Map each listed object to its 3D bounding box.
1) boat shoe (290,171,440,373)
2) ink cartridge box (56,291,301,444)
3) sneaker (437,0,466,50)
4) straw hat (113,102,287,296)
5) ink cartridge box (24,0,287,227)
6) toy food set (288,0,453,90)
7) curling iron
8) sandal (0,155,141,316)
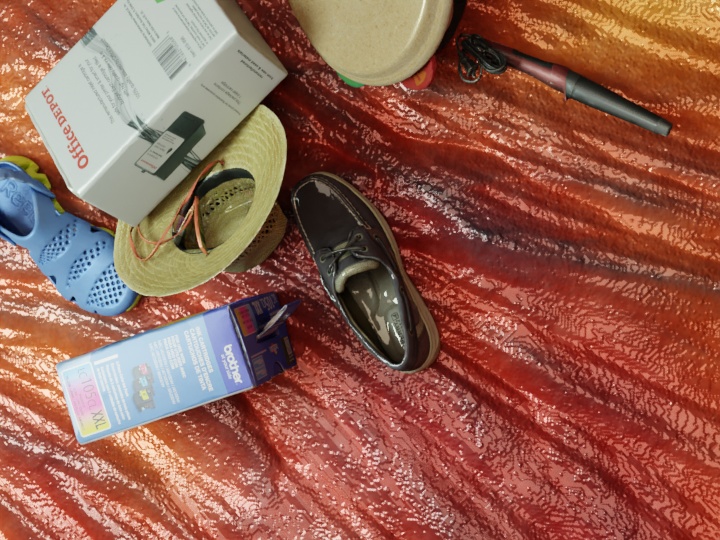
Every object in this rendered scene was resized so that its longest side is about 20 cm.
[{"bbox_3d":[0.000,0.000,1.220,0.072,0.065,0.201,-31,82,13],"label":"boat shoe"},{"bbox_3d":[-0.142,0.077,1.218,0.198,0.136,0.077,-17,91,13],"label":"ink cartridge box"},{"bbox_3d":[0.033,-0.292,1.225,0.114,0.075,0.203,6,97,33],"label":"sneaker"},{"bbox_3d":[-0.116,-0.044,1.234,0.200,0.085,0.203,-23,48,29],"label":"straw hat"},{"bbox_3d":[-0.182,-0.161,1.232,0.200,0.083,0.147,-43,53,10],"label":"ink cartridge box"},{"bbox_3d":[0.010,-0.248,1.174,0.198,0.048,0.201,52,134,21],"label":"toy food set"},{"bbox_3d":[0.170,-0.154,1.197,0.198,0.026,0.050,23,58,9],"label":"curling iron"},{"bbox_3d":[-0.284,-0.029,1.282,0.199,0.087,0.080,37,96,10],"label":"sandal"}]
